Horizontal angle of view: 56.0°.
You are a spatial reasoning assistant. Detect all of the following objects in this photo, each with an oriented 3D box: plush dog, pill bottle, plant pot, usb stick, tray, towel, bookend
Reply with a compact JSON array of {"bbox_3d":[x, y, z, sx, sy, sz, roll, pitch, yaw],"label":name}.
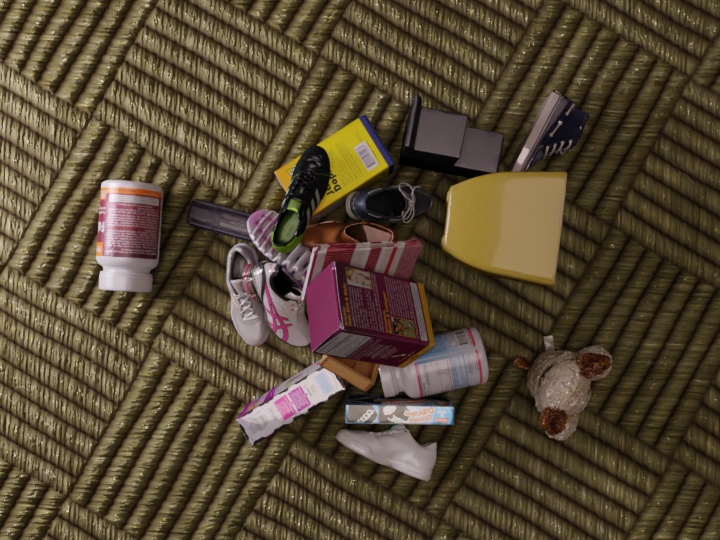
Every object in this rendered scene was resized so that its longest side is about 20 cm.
[{"bbox_3d":[0.370,0.208,1.248,0.160,0.172,0.201,31,90,1],"label":"plush dog"},{"bbox_3d":[-0.437,-0.063,1.280,0.113,0.114,0.202,4,89,0],"label":"pill bottle"},{"bbox_3d":[0.252,-0.082,1.248,0.198,0.194,0.197,8,90,5],"label":"plant pot"},{"bbox_3d":[-0.241,-0.090,1.321,0.198,0.033,0.056,15,83,0],"label":"usb stick"},{"bbox_3d":[0.001,0.114,1.249,0.098,0.037,0.201,31,46,-10],"label":"tray"},{"bbox_3d":[0.134,0.179,1.281,0.198,0.109,0.110,-12,90,0],"label":"pill bottle"},{"bbox_3d":[0.000,0.000,1.207,0.198,0.145,0.023,-4,52,-18],"label":"towel"},{"bbox_3d":[0.177,-0.236,1.239,0.197,0.200,0.093,11,90,1],"label":"bookend"}]

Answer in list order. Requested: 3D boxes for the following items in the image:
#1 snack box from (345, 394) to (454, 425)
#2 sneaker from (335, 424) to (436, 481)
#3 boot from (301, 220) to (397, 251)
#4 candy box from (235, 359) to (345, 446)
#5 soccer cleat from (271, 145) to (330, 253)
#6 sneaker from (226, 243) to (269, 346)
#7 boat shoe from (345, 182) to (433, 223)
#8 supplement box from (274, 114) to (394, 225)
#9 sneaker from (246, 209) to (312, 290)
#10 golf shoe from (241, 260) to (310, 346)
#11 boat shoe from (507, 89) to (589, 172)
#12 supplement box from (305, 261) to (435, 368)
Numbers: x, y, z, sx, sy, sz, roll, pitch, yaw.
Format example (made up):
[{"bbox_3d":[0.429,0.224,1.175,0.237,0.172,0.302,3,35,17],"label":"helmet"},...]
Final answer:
[{"bbox_3d":[0.071,0.261,1.276,0.198,0.116,0.037,1,89,0],"label":"snack box"},{"bbox_3d":[0.053,0.330,1.307,0.199,0.075,0.089,22,77,-6],"label":"sneaker"},{"bbox_3d":[-0.030,-0.063,1.259,0.198,0.155,0.074,-4,90,0],"label":"boot"},{"bbox_3d":[-0.124,0.237,1.267,0.199,0.136,0.061,-32,91,0],"label":"candy box"},{"bbox_3d":[-0.104,-0.125,1.188,0.067,0.081,0.202,21,91,1],"label":"soccer cleat"},{"bbox_3d":[-0.223,0.048,1.290,0.075,0.092,0.202,-12,90,1],"label":"sneaker"},{"bbox_3d":[0.067,-0.126,1.260,0.199,0.062,0.076,0,94,-37],"label":"boat shoe"},{"bbox_3d":[-0.046,-0.187,1.283,0.199,0.109,0.110,-33,90,0],"label":"supplement box"},{"bbox_3d":[-0.137,-0.027,1.278,0.200,0.088,0.081,43,67,0],"label":"sneaker"},{"bbox_3d":[-0.138,0.068,1.258,0.201,0.092,0.073,58,45,-31],"label":"golf shoe"},{"bbox_3d":[0.362,-0.242,1.295,0.092,0.075,0.201,30,83,1],"label":"boat shoe"},{"bbox_3d":[0.017,0.082,1.177,0.199,0.103,0.132,15,52,-31],"label":"supplement box"}]
